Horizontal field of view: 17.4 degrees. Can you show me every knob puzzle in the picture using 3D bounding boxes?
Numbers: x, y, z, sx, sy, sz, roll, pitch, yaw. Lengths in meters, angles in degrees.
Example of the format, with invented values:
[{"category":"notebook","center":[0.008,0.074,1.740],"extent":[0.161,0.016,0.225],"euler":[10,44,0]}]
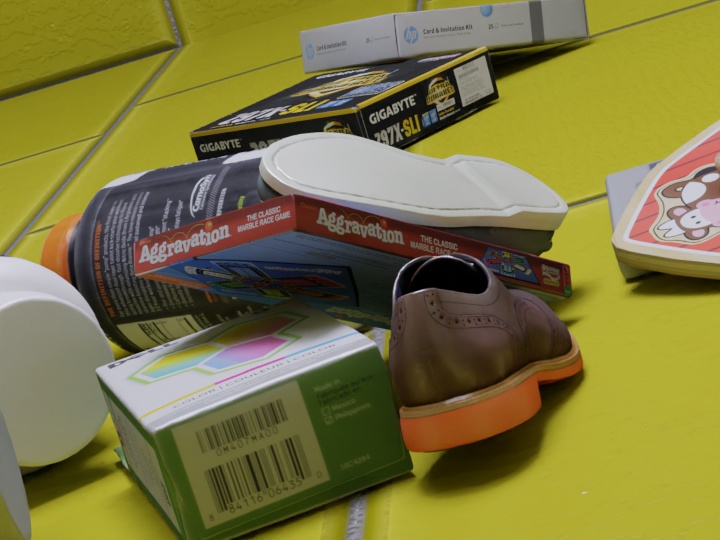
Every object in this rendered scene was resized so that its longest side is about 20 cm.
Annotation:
[{"category":"knob puzzle","center":[0.216,-0.052,1.169],"extent":[0.218,0.031,0.220],"euler":[-16,25,8]}]

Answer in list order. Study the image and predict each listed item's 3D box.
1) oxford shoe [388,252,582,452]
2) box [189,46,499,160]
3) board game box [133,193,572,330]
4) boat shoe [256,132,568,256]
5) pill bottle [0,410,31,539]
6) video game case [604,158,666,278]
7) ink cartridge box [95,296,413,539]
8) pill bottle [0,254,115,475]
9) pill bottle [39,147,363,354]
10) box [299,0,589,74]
[{"category":"oxford shoe","center":[0.053,0.022,1.037],"extent":[0.071,0.073,0.200],"euler":[-16,5,11]},{"category":"box","center":[-0.014,-0.123,1.876],"extent":[0.199,0.050,0.159],"euler":[-4,19,46]},{"category":"board game box","center":[0.000,0.000,1.111],"extent":[0.103,0.020,0.199],"euler":[-16,-20,39]},{"category":"boat shoe","center":[0.022,-0.021,1.149],"extent":[0.199,0.062,0.073],"euler":[3,33,-47]},{"category":"pill bottle","center":[-0.251,0.104,1.013],"extent":[0.199,0.115,0.114],"euler":[-18,12,-3]},{"category":"video game case","center":[0.231,-0.052,1.263],"extent":[0.199,0.023,0.182],"euler":[-16,12,8]},{"category":"ink cartridge box","center":[-0.057,0.061,1.067],"extent":[0.103,0.060,0.200],"euler":[-20,12,-12]},{"category":"pill bottle","center":[-0.196,0.046,1.206],"extent":[0.111,0.112,0.200],"euler":[-22,12,-22]},{"category":"pill bottle","center":[-0.087,-0.009,1.313],"extent":[0.199,0.107,0.106],"euler":[-8,15,37]},{"category":"box","center":[0.071,-0.202,2.022],"extent":[0.199,0.041,0.156],"euler":[-11,5,-31]}]
